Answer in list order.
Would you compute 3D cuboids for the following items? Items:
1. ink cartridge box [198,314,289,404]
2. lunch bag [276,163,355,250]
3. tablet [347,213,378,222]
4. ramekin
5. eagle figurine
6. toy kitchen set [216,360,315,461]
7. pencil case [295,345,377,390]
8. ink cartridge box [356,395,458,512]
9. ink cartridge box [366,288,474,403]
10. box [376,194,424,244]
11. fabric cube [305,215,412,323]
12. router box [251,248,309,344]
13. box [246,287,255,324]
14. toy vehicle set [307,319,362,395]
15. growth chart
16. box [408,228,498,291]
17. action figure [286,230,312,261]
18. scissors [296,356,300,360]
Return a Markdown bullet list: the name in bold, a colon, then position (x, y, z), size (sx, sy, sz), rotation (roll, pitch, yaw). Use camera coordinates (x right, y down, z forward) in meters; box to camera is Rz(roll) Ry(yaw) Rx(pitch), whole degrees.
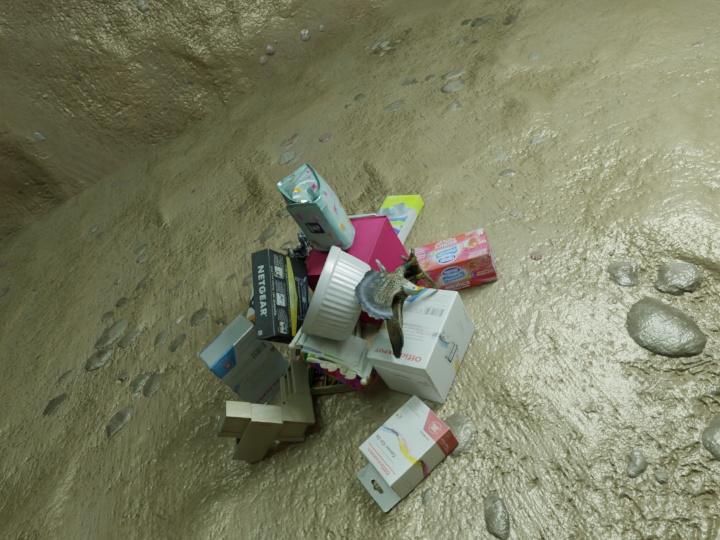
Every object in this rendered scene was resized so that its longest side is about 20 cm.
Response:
- **ink cartridge box**: position (-0.279, 0.233, 1.335), size (0.145, 0.200, 0.085), rotation (-46, 38, -16)
- **lunch bag**: position (-0.105, -0.145, 1.313), size (0.122, 0.170, 0.200), rotation (-35, 37, -3)
- **tablet**: position (0.029, -0.088, 1.453), size (0.130, 0.200, 0.014), rotation (-3, 57, 31)
- **ramekin**: position (-0.049, 0.058, 1.163), size (0.105, 0.200, 0.200), rotation (21, 53, -3)
- **eagle figurine**: position (0.068, 0.053, 1.079), size (0.152, 0.151, 0.200), rotation (34, 65, 4)
- **toy kitchen set**: position (-0.237, 0.324, 1.250), size (0.163, 0.200, 0.181), rotation (-61, 29, 34)
- **pencil case**: position (-0.057, 0.209, 1.251), size (0.200, 0.088, 0.088), rotation (19, 61, 35)
- **ink cartridge box**: position (0.081, 0.364, 1.066), size (0.200, 0.068, 0.116), rotation (-42, 40, -10)
- **ink cartridge box**: position (0.137, 0.160, 1.176), size (0.147, 0.145, 0.200), rotation (7, 53, 36)
- **box**: position (0.096, -0.140, 1.583), size (0.122, 0.048, 0.200), rotation (4, 51, 36)
- **fabric cube**: position (0.000, 0.000, 1.386), size (0.200, 0.200, 0.196), rotation (-2, 48, 32)
- **router box**: position (-0.179, 0.065, 1.228), size (0.052, 0.157, 0.200), rotation (-15, 71, 24)
- **box**: position (-0.268, 0.065, 1.556), size (0.119, 0.041, 0.200), rotation (-30, 37, 24)
- **toy vehicle set**: position (-0.064, 0.213, 1.336), size (0.124, 0.027, 0.200), rotation (-11, 45, 17)
- **growth chart**: position (-0.058, 0.173, 1.176), size (0.200, 0.018, 0.145), rotation (23, 34, 12)
- **box**: position (0.229, -0.015, 1.328), size (0.200, 0.100, 0.096), rotation (-16, 42, 18)
- **action figure**: position (-0.167, -0.044, 1.599), size (0.119, 0.200, 0.102), rotation (-9, 70, -21)
- **scissors**: position (-0.118, 0.176, 1.428), size (0.073, 0.014, 0.200), rotation (-7, 48, 29)
